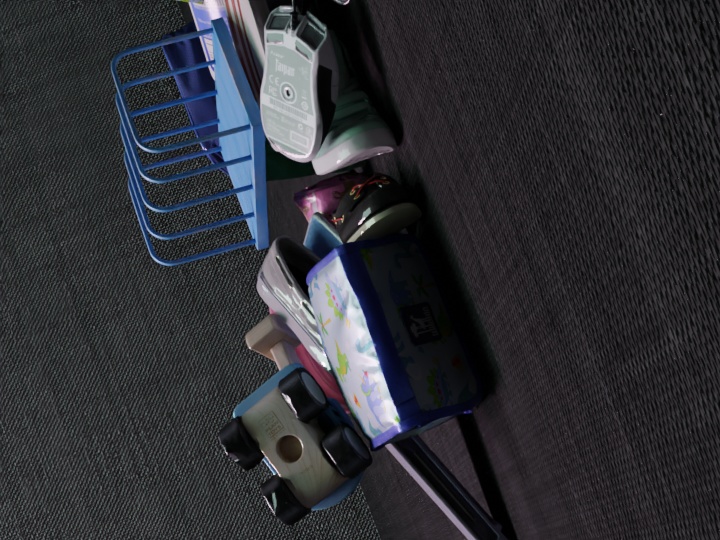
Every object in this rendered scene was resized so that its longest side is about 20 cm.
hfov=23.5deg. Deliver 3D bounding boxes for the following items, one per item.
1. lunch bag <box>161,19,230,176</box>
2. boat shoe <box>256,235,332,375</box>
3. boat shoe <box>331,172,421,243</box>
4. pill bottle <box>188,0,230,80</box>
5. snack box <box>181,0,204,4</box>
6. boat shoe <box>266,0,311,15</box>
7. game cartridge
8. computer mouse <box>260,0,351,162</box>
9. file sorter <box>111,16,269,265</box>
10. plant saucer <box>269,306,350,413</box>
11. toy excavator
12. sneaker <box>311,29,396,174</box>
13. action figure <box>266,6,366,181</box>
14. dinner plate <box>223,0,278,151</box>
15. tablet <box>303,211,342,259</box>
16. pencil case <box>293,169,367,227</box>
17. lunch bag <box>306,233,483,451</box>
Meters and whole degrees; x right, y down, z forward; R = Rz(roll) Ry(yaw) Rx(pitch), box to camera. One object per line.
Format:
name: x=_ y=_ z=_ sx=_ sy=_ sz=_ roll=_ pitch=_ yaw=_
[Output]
lunch bag: x=-0.138 y=-0.226 z=2.054 sx=0.202 sy=0.131 sz=0.136 roll=67 pitch=-170 yaw=15
boat shoe: x=-0.023 y=0.040 z=1.693 sx=0.200 sy=0.072 sz=0.066 roll=46 pitch=136 yaw=31
boat shoe: x=0.009 y=-0.052 z=1.564 sx=0.201 sy=0.073 sz=0.064 roll=125 pitch=124 yaw=-83
pill bottle: x=-0.117 y=-0.260 z=1.829 sx=0.112 sy=0.111 sz=0.201 roll=-119 pitch=11 yaw=-55
snack box: x=-0.161 y=-0.378 z=1.670 sx=0.143 sy=0.052 sz=0.202 roll=-119 pitch=43 yaw=-53
boat shoe: x=-0.083 y=-0.283 z=1.615 sx=0.093 sy=0.074 sz=0.201 roll=-106 pitch=1 yaw=-51
game cartridge: x=0.076 y=0.208 z=1.731 sx=0.200 sy=0.038 sz=0.130 roll=49 pitch=179 yaw=-4
computer mouse: x=-0.048 y=-0.188 z=1.461 sx=0.109 sy=0.044 sz=0.202 roll=28 pitch=131 yaw=30
file sorter: x=-0.168 y=-0.119 z=1.708 sx=0.201 sy=0.121 sz=0.140 roll=92 pitch=160 yaw=-56
plant saucer: x=-0.028 y=0.065 z=2.027 sx=0.200 sy=0.050 sz=0.202 roll=36 pitch=-136 yaw=-43
toy excavator: x=-0.063 y=0.133 z=1.653 sx=0.195 sy=0.100 sz=0.200 roll=53 pitch=-169 yaw=8
sneaker: x=-0.025 y=-0.153 z=1.550 sx=0.200 sy=0.073 sz=0.119 roll=-147 pitch=40 yaw=-78
action figure: x=-0.067 y=-0.196 z=1.743 sx=0.055 sy=0.117 sz=0.202 roll=-89 pitch=-10 yaw=-73
dinner plate: x=-0.095 y=-0.209 z=1.589 sx=0.200 sy=0.024 sz=0.202 roll=162 pitch=90 yaw=-80
tablet: x=0.005 y=0.046 z=1.725 sx=0.200 sy=0.014 sz=0.131 roll=43 pitch=138 yaw=27
pencil case: x=0.000 y=0.000 z=1.782 sx=0.087 sy=0.082 sz=0.202 roll=-37 pitch=-73 yaw=-75
lunch bag: x=0.026 y=0.064 z=1.547 sx=0.200 sy=0.126 sz=0.171 roll=39 pitch=-152 yaw=-80
